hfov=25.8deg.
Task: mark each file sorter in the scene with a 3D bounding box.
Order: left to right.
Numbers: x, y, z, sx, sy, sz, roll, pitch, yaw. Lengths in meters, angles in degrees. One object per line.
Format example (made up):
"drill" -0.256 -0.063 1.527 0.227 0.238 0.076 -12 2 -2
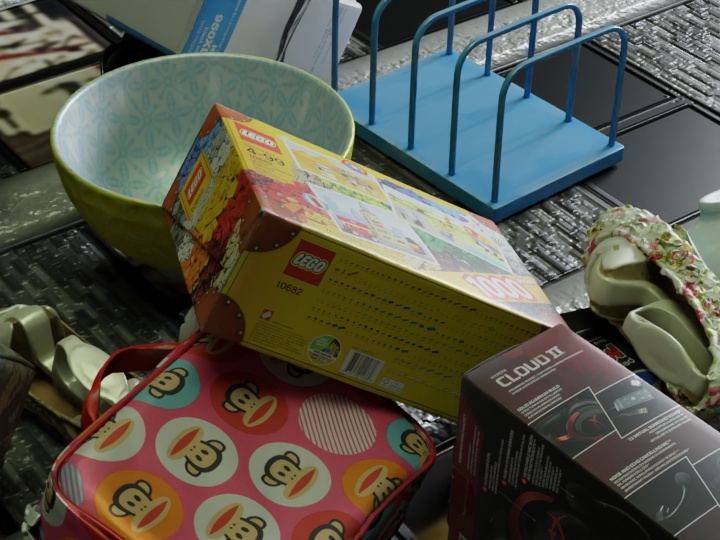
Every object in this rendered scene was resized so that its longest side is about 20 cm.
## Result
"file sorter" 0.086 -0.152 1.194 0.139 0.123 0.200 -26 45 -31

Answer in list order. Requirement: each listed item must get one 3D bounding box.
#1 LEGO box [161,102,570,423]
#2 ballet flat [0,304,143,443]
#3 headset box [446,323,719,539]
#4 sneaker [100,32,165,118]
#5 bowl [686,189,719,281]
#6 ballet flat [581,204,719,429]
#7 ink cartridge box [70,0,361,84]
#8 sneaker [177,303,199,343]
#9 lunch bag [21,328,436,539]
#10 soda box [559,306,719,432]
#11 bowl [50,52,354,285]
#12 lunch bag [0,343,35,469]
"LEGO box" 0.000 0.000 0.895 0.200 0.077 0.149 22 20 -25
"ballet flat" -0.180 0.057 0.949 0.200 0.065 0.070 28 46 32
"headset box" 0.123 0.133 0.785 0.075 0.149 0.200 -25 43 -32
"sneaker" -0.160 -0.145 1.207 0.077 0.084 0.200 -2 34 -6
"bowl" 0.263 -0.012 0.956 0.201 0.090 0.201 -16 7 2
"ballet flat" 0.169 0.020 0.891 0.064 0.076 0.200 1 29 -28
"ink cartridge box" -0.116 -0.212 1.223 0.145 0.084 0.200 31 14 29
"sneaker" -0.020 0.022 1.012 0.200 0.074 0.080 -33 63 -32
"lunch bag" -0.074 0.108 0.832 0.176 0.082 0.200 37 42 12
"soda box" 0.157 0.105 0.889 0.063 0.071 0.200 -11 38 -26
"bowl" -0.104 -0.054 1.065 0.200 0.108 0.200 1 36 -1
"lunch bag" -0.292 0.090 0.814 0.200 0.139 0.168 18 80 6
